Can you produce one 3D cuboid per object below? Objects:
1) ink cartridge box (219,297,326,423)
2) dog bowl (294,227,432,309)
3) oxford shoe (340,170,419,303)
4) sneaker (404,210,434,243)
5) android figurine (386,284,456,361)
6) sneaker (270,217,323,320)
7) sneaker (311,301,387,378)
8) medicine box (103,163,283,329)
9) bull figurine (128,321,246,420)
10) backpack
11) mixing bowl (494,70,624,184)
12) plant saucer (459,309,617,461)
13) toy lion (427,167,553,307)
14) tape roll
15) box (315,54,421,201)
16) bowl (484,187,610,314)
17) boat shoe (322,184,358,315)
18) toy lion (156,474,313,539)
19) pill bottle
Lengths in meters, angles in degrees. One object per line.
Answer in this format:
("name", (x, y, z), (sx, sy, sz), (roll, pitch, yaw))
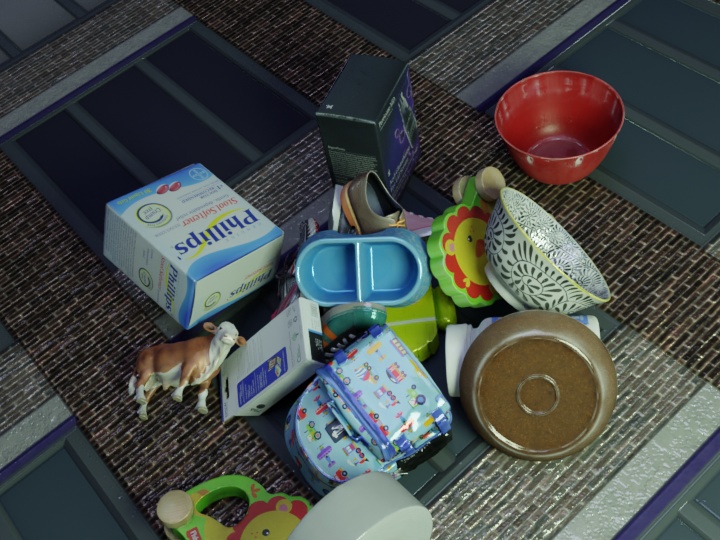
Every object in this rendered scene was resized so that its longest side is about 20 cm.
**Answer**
("ink cartridge box", (-0.126, 0.130, 1.284), (0.199, 0.039, 0.101), (-37, 48, 34))
("dog bowl", (0.000, 0.000, 1.277), (0.197, 0.050, 0.113), (-1, 95, 10))
("oxford shoe", (0.038, -0.046, 1.317), (0.071, 0.073, 0.202), (-27, 86, -33))
("sneaker", (0.078, -0.069, 1.425), (0.197, 0.076, 0.106), (-10, 55, 9))
("android figurine", (0.050, 0.068, 1.344), (0.179, 0.041, 0.202), (-9, 50, 4))
("sneaker", (-0.091, 0.003, 1.401), (0.074, 0.081, 0.202), (-4, 51, 11))
("sneaker", (-0.039, 0.107, 1.283), (0.199, 0.071, 0.081), (-26, 57, 35))
("medicine box", (-0.246, -0.041, 1.364), (0.199, 0.104, 0.181), (37, 45, 22))
("bull figurine", (-0.249, 0.140, 1.309), (0.198, 0.065, 0.123), (-15, 45, 34))
("backpack", (-0.001, 0.190, 1.182), (0.199, 0.135, 0.184), (-33, 71, -7))
("mixing bowl", (0.314, -0.210, 1.468), (0.197, 0.109, 0.202), (-6, 50, 7))
("plant saucer", (0.221, 0.151, 1.153), (0.197, 0.203, 0.034), (-2, 12, 10))
("toy lion", (0.182, -0.029, 1.307), (0.068, 0.199, 0.194), (-15, 49, 50))
("tape roll", (-0.010, 0.328, 1.045), (0.200, 0.201, 0.066), (-40, 55, -20))
("box", (0.017, -0.216, 1.475), (0.103, 0.201, 0.149), (12, 55, 21))
("bowl", (0.227, -0.006, 1.221), (0.094, 0.199, 0.202), (-46, 47, 22))
("boat shoe", (-0.021, -0.030, 1.363), (0.059, 0.076, 0.203), (8, 77, -5))
("toy lion", (-0.136, 0.339, 1.159), (0.190, 0.069, 0.201), (-23, 50, -16))
("pill bottle", (0.214, 0.118, 1.223), (0.197, 0.114, 0.115), (-2, 51, 10))
